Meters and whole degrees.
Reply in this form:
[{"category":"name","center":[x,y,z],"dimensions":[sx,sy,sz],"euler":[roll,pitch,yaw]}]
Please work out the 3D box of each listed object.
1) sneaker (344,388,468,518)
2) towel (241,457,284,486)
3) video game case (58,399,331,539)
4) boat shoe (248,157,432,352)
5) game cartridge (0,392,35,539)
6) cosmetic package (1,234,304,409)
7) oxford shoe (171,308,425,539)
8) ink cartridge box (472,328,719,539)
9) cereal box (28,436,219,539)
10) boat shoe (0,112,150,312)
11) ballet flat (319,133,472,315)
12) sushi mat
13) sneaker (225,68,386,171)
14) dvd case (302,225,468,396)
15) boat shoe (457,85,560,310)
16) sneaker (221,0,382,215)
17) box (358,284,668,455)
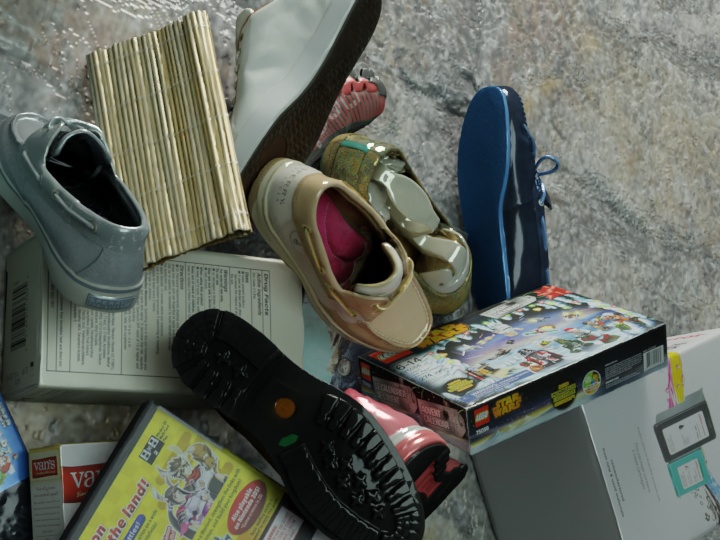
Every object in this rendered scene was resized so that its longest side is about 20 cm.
[{"category":"sneaker","center":[0.022,0.132,0.924],"dimensions":[0.087,0.200,0.074],"euler":[41,78,20]},{"category":"towel","center":[-0.053,0.231,0.892],"dimensions":[0.171,0.048,0.202],"euler":[9,74,-57]},{"category":"video game case","center":[-0.109,0.213,0.788],"dimensions":[0.180,0.025,0.201],"euler":[35,69,-14]},{"category":"boat shoe","center":[0.000,0.000,0.901],"dimensions":[0.200,0.069,0.074],"euler":[45,69,-41]},{"category":"game cartridge","center":[-0.269,0.132,0.793],"dimensions":[0.129,0.038,0.202],"euler":[-27,96,-32]},{"category":"cosmetic package","center":[-0.139,0.040,0.880],"dimensions":[0.198,0.071,0.106],"euler":[8,74,-34]},{"category":"oxford shoe","center":[-0.033,0.104,0.822],"dimensions":[0.073,0.084,0.200],"euler":[-42,81,-6]},{"category":"ink cartridge box","center":[0.217,0.151,1.067],"dimensions":[0.199,0.146,0.147],"euler":[-17,90,-37]},{"category":"cereal box","center":[-0.146,0.212,0.839],"dimensions":[0.143,0.039,0.202],"euler":[5,77,-52]},{"category":"boat shoe","center":[-0.179,-0.057,0.806],"dimensions":[0.070,0.201,0.072],"euler":[4,122,-37]},{"category":"ballet flat","center":[0.044,-0.028,0.975],"dimensions":[0.200,0.070,0.071],"euler":[49,56,-36]},{"category":"sushi mat","center":[-0.133,-0.090,0.863],"dimensions":[0.012,0.095,0.201],"euler":[55,17,-56]},{"category":"sneaker","center":[-0.054,-0.092,0.971],"dimensions":[0.199,0.071,0.099],"euler":[-24,94,-35]},{"category":"dvd case","center":[0.010,0.036,1.020],"dimensions":[0.145,0.022,0.202],"euler":[26,66,-29]},{"category":"boat shoe","center":[0.127,-0.056,1.098],"dimensions":[0.068,0.084,0.202],"euler":[-5,99,-32]},{"category":"sneaker","center":[-0.066,-0.128,0.903],"dimensions":[0.201,0.084,0.073],"euler":[-59,158,-15]},{"category":"box","center":[0.117,0.069,0.978],"dimensions":[0.199,0.136,0.040],"euler":[-19,112,-31]}]
